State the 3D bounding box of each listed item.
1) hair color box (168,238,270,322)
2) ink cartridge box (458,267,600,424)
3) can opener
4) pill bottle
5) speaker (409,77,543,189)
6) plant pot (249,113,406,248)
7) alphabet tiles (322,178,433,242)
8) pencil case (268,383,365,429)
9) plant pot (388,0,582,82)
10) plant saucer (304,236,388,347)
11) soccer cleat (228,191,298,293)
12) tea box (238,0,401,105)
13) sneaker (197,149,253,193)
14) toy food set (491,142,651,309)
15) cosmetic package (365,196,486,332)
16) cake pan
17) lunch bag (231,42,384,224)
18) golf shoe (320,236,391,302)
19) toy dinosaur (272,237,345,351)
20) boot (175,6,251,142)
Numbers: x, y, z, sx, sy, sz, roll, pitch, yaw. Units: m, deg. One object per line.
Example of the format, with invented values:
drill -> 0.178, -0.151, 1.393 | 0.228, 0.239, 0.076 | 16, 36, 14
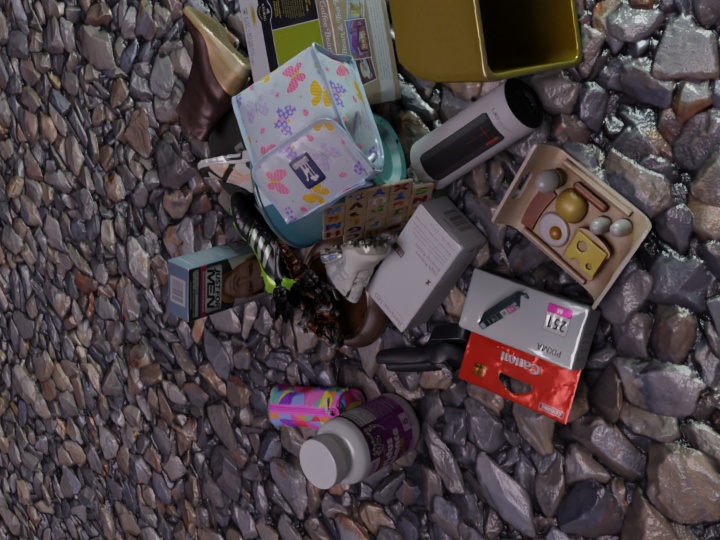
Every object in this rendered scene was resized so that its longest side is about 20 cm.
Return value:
hair color box -> -0.245, 0.013, 1.831 | 0.060, 0.199, 0.100 | 21, 117, 37
ink cartridge box -> 0.231, 0.107, 1.496 | 0.199, 0.043, 0.175 | 21, 100, 37
can opener -> 0.104, 0.139, 1.656 | 0.063, 0.079, 0.199 | 40, 145, -26
pill bottle -> -0.003, 0.283, 1.692 | 0.112, 0.199, 0.113 | 16, 114, 39
speaker -> 0.164, -0.193, 1.466 | 0.200, 0.081, 0.082 | -30, 83, 44
plant pot -> -0.038, -0.155, 1.602 | 0.187, 0.200, 0.201 | -16, 93, 29
alphabet tiles -> 0.024, -0.087, 1.543 | 0.200, 0.165, 0.006 | 97, 159, -72
pencil case -> -0.079, 0.244, 1.835 | 0.199, 0.088, 0.089 | -5, 100, 45
plant pot -> 0.145, -0.346, 1.362 | 0.199, 0.195, 0.196 | 2, 105, 49
plant saucer -> -0.035, 0.039, 1.763 | 0.199, 0.032, 0.202 | 15, 112, 40
soccer cleat -> -0.161, -0.053, 1.800 | 0.081, 0.067, 0.201 | -26, 90, 29
tea box -> -0.063, -0.342, 1.590 | 0.196, 0.133, 0.201 | 1, 105, 44
sneaker -> -0.207, -0.167, 1.773 | 0.199, 0.074, 0.081 | -3, 104, 44
toy food set -> 0.283, -0.061, 1.409 | 0.200, 0.060, 0.144 | 45, 129, 24
cosmetic package -> 0.098, -0.008, 1.593 | 0.102, 0.074, 0.200 | 48, 130, 21
cake pan -> -0.199, -0.209, 1.830 | 0.199, 0.037, 0.202 | 15, 113, 39
lunch bag -> -0.070, -0.188, 1.447 | 0.169, 0.127, 0.201 | -25, 76, 31
golf shoe -> 0.000, 0.000, 1.617 | 0.200, 0.078, 0.098 | 162, 101, -70
toy dinosaur -> -0.093, 0.043, 1.713 | 0.200, 0.136, 0.102 | 41, 96, 9
boot -> -0.287, -0.347, 1.812 | 0.200, 0.072, 0.167 | 51, 116, 24
